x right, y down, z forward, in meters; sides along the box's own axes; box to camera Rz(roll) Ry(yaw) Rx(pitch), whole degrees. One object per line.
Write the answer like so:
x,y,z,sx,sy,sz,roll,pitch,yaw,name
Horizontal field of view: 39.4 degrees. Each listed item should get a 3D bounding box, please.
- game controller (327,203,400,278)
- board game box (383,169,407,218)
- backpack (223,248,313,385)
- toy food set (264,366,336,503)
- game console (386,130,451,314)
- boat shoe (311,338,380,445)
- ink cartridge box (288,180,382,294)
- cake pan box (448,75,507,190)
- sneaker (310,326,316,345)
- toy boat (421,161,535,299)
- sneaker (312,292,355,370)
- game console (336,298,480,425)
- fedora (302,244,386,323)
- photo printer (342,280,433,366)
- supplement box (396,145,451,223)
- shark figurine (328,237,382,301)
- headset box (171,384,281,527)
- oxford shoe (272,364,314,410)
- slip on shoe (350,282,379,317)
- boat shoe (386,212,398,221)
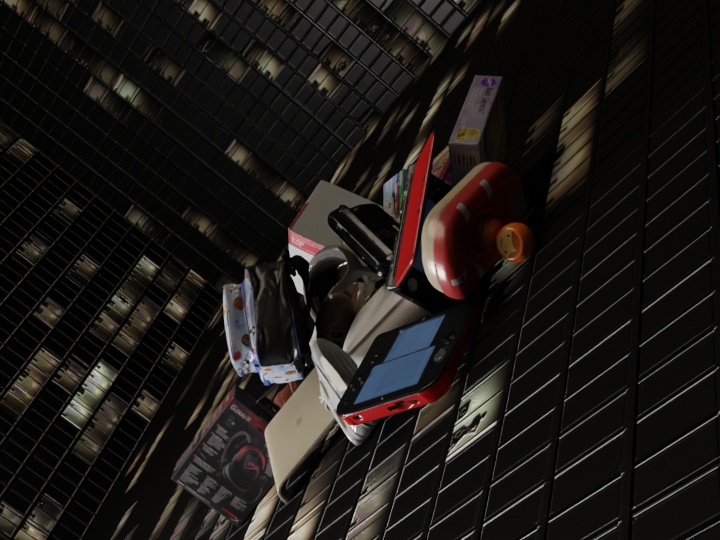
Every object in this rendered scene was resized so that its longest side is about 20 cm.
0.030,-0.049,1.566,0.200,0.103,0.043,47,131,47,game controller
0.074,-0.096,1.856,0.200,0.036,0.155,158,113,-82,board game box
-0.143,0.098,1.630,0.191,0.151,0.204,70,-167,-66,backpack
-0.074,0.250,1.583,0.201,0.060,0.144,-52,28,16,toy food set
0.111,-0.063,1.429,0.118,0.171,0.203,-14,57,48,game console
-0.035,0.175,1.476,0.067,0.073,0.200,-59,32,15,boat shoe
-0.052,-0.043,2.010,0.146,0.143,0.202,-58,-16,-33,ink cartridge box
0.178,-0.156,1.496,0.185,0.051,0.203,-63,-28,-46,cake pan box
-0.086,0.145,1.929,0.115,0.073,0.201,-42,16,34,sneaker
0.174,-0.046,1.338,0.129,0.132,0.200,19,53,40,toy boat
-0.041,0.140,1.660,0.076,0.069,0.204,-123,39,-65,sneaker
0.063,0.122,1.353,0.198,0.031,0.178,-23,29,41,game console
-0.013,0.036,1.839,0.198,0.180,0.089,-6,7,45,fedora
0.047,0.075,1.581,0.200,0.069,0.167,-48,10,30,photo printer
0.143,-0.110,1.669,0.131,0.103,0.201,-41,15,46,supplement box
0.011,0.009,1.623,0.215,0.126,0.091,-78,9,-77,shark figurine
-0.204,0.307,1.712,0.201,0.148,0.075,-52,11,7,headset box
-0.105,0.235,1.779,0.201,0.073,0.072,-63,37,41,oxford shoe
-0.007,0.110,1.744,0.077,0.059,0.202,-97,24,-57,slip on shoe
0.036,-0.068,1.741,0.063,0.074,0.200,-61,-10,-9,boat shoe
